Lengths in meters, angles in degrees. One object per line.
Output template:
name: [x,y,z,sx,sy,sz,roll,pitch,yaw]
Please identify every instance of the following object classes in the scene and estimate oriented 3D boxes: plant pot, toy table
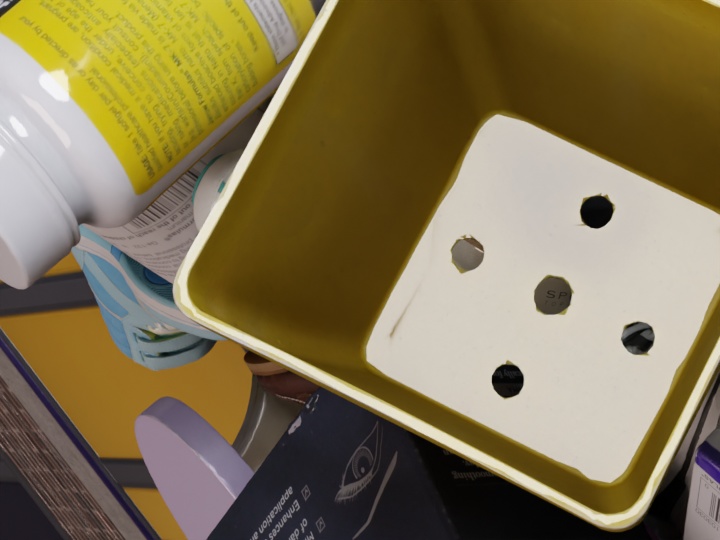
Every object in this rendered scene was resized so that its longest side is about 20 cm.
plant pot: [0.070,-0.011,1.161,0.199,0.201,0.176,26,171,14]
toy table: [-0.036,0.131,1.721,0.184,0.117,0.200,19,144,52]

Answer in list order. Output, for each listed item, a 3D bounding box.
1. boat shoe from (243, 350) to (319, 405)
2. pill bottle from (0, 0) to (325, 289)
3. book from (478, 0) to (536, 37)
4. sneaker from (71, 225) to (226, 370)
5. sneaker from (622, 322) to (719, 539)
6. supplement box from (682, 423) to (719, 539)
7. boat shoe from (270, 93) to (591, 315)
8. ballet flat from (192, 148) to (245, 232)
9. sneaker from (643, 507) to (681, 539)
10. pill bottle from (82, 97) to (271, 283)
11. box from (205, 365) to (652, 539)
boat shoe: [0.000,0.055,1.584,0.070,0.070,0.200,57,157,-11]
pill bottle: [-0.107,-0.092,1.277,0.114,0.200,0.114,42,163,16]
book: [0.017,-0.153,1.246,0.134,0.048,0.200,49,160,-4]
sneaker: [-0.102,0.018,1.714,0.200,0.079,0.131,38,156,50]
sneaker: [0.134,0.051,1.318,0.115,0.076,0.201,40,159,16]
supplement box: [0.208,0.125,1.266,0.101,0.103,0.200,38,155,22]
boat shoe: [0.039,-0.048,1.355,0.200,0.074,0.067,41,128,25]
ballet flat: [0.000,0.000,1.408,0.069,0.070,0.200,25,178,46]
sneaker: [0.087,0.110,1.424,0.080,0.088,0.200,27,-156,-48]
pill bottle: [-0.081,-0.052,1.441,0.114,0.115,0.200,24,172,46]
box: [0.034,0.163,1.334,0.197,0.117,0.200,-54,48,38]
